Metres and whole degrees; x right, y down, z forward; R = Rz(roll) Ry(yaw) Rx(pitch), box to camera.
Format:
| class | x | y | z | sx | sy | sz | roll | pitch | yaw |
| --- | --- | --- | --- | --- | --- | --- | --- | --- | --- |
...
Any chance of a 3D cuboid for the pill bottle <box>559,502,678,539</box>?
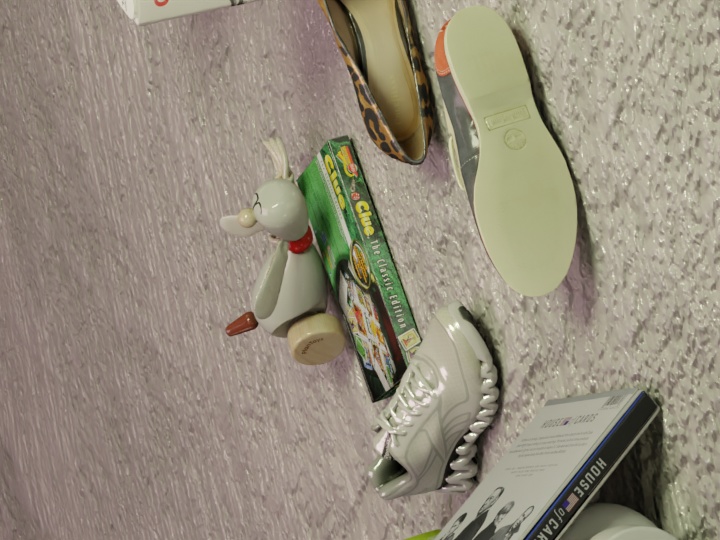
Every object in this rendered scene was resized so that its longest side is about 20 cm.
| class | x | y | z | sx | sy | sz | roll | pitch | yaw |
| --- | --- | --- | --- | --- | --- | --- | --- | --- | --- |
| pill bottle | 0.146 | 0.211 | 1.673 | 0.200 | 0.110 | 0.112 | 166 | 90 | -69 |

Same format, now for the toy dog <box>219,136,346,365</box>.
| class | x | y | z | sx | sy | sz | roll | pitch | yaw |
| --- | --- | --- | --- | --- | --- | --- | --- | --- | --- |
| toy dog | -0.079 | 0.000 | 2.083 | 0.132 | 0.096 | 0.201 | -114 | 6 | -55 |

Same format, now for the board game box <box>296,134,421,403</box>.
| class | x | y | z | sx | sy | sz | roll | pitch | yaw |
| --- | --- | --- | --- | --- | --- | --- | --- | --- | --- |
| board game box | 0.000 | 0.000 | 2.038 | 0.105 | 0.023 | 0.201 | 133 | 119 | -69 |

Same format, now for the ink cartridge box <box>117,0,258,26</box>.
| class | x | y | z | sx | sy | sz | roll | pitch | yaw |
| --- | --- | --- | --- | --- | --- | --- | --- | --- | --- |
| ink cartridge box | -0.090 | -0.276 | 1.834 | 0.084 | 0.199 | 0.146 | -131 | 33 | -50 |

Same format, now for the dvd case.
| class | x | y | z | sx | sy | sz | roll | pitch | yaw |
| --- | --- | --- | --- | --- | --- | --- | --- | --- | --- |
| dvd case | 0.102 | 0.161 | 1.658 | 0.025 | 0.200 | 0.150 | 45 | 162 | -10 |

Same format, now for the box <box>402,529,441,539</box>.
| class | x | y | z | sx | sy | sz | roll | pitch | yaw |
| --- | --- | --- | --- | --- | --- | --- | --- | --- | --- |
| box | 0.095 | 0.265 | 1.936 | 0.200 | 0.047 | 0.123 | 166 | 89 | -70 |

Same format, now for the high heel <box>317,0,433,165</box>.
| class | x | y | z | sx | sy | sz | roll | pitch | yaw |
| --- | --- | --- | --- | --- | --- | --- | --- | --- | --- |
| high heel | 0.013 | -0.176 | 1.806 | 0.201 | 0.071 | 0.143 | 77 | 170 | -50 |

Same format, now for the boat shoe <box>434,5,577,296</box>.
| class | x | y | z | sx | sy | sz | roll | pitch | yaw |
| --- | --- | --- | --- | --- | --- | --- | --- | --- | --- |
| boat shoe | 0.093 | -0.076 | 1.677 | 0.063 | 0.071 | 0.201 | 134 | 122 | -73 |

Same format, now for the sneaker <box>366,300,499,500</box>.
| class | x | y | z | sx | sy | sz | roll | pitch | yaw |
| --- | --- | --- | --- | --- | --- | --- | --- | --- | --- |
| sneaker | 0.053 | 0.106 | 1.894 | 0.201 | 0.081 | 0.075 | 99 | 151 | -44 |
